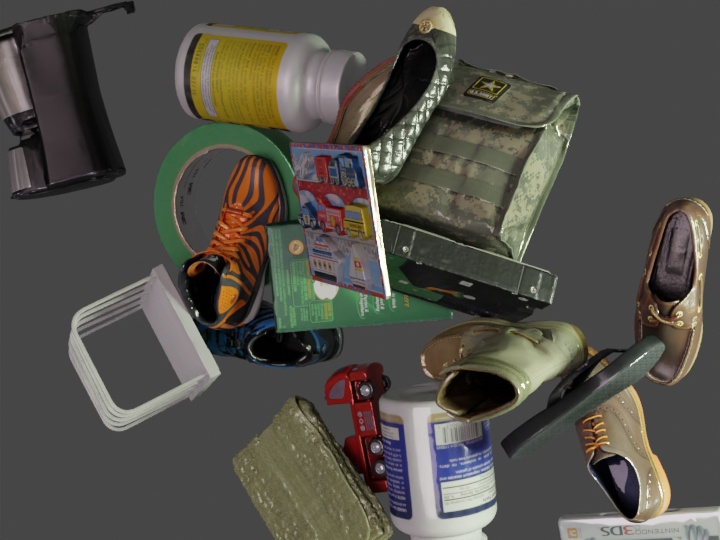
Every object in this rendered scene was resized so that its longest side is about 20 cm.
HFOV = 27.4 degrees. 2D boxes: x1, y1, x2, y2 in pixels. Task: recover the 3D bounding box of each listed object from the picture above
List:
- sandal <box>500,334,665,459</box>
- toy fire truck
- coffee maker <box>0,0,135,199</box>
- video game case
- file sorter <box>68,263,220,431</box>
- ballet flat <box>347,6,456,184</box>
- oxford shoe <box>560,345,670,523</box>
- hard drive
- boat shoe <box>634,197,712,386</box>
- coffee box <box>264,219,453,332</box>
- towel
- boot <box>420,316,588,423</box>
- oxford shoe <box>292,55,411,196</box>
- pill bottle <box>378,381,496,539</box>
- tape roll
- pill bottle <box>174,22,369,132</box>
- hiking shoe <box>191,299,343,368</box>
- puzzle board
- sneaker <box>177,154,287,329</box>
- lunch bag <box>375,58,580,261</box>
[{"bbox_3d":[0.220,0.123,1.511,0.200,0.076,0.043,-37,69,18],"label":"sandal"},{"bbox_3d":[-0.023,0.211,1.713,0.141,0.049,0.200,-10,93,28],"label":"toy fire truck"},{"bbox_3d":[-0.347,-0.197,1.753,0.192,0.135,0.200,-15,92,26],"label":"coffee maker"},{"bbox_3d":[0.316,0.357,1.591,0.182,0.023,0.200,-8,95,26],"label":"video game case"},{"bbox_3d":[-0.259,0.099,1.706,0.124,0.200,0.139,-27,85,-16],"label":"file sorter"},{"bbox_3d":[0.044,-0.180,1.493,0.066,0.057,0.200,15,78,37],"label":"ballet flat"},{"bbox_3d":[0.261,0.170,1.554,0.071,0.073,0.200,-34,75,27],"label":"oxford shoe"},{"bbox_3d":[0.089,0.003,1.538,0.200,0.140,0.038,16,75,-8],"label":"hard drive"},{"bbox_3d":[0.316,0.024,1.513,0.070,0.070,0.200,7,103,20],"label":"boat shoe"},{"bbox_3d":[0.000,0.000,1.627,0.200,0.044,0.123,-6,97,-1],"label":"coffee box"},{"bbox_3d":[-0.056,0.257,1.684,0.148,0.036,0.200,-46,70,29],"label":"towel"},{"bbox_3d":[0.115,0.105,1.528,0.200,0.155,0.072,-6,104,39],"label":"boot"},{"bbox_3d":[0.007,-0.135,1.576,0.200,0.070,0.075,-56,46,24],"label":"oxford shoe"},{"bbox_3d":[0.088,0.230,1.624,0.120,0.120,0.200,-2,97,25],"label":"pill bottle"},{"bbox_3d":[-0.146,-0.075,1.726,0.200,0.048,0.201,5,101,24],"label":"tape roll"},{"bbox_3d":[-0.096,-0.213,1.645,0.200,0.111,0.111,10,102,24],"label":"pill bottle"},{"bbox_3d":[-0.122,0.073,1.716,0.200,0.087,0.075,1,98,25],"label":"hiking shoe"},{"bbox_3d":[-0.026,-0.054,1.498,0.200,0.017,0.151,-166,66,-67],"label":"puzzle board"},{"bbox_3d":[-0.142,-0.030,1.637,0.077,0.112,0.200,10,95,21],"label":"sneaker"},{"bbox_3d":[0.120,-0.124,1.543,0.164,0.118,0.200,18,74,23],"label":"lunch bag"}]
